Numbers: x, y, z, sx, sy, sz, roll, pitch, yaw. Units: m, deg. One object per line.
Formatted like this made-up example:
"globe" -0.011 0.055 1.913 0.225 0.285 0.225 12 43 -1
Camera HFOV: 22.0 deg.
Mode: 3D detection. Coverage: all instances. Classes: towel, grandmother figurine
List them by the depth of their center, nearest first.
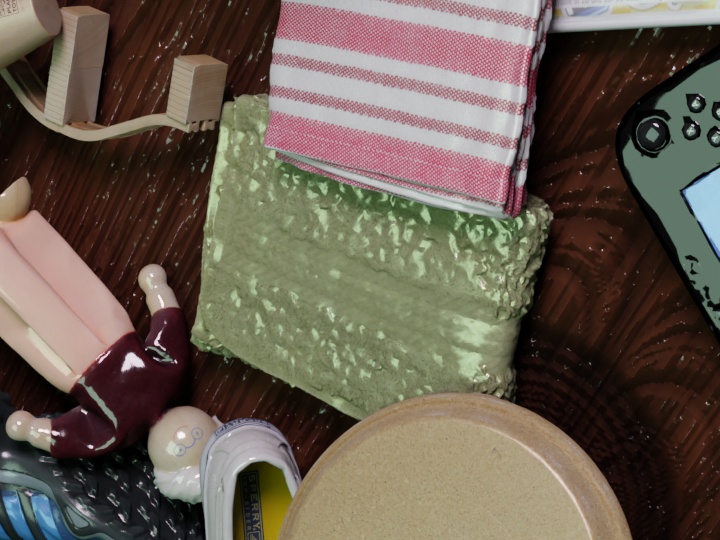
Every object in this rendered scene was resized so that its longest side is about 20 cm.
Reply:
"towel" 0.028 -0.135 0.860 0.145 0.030 0.202 16 104 32
"towel" 0.000 0.000 0.934 0.199 0.036 0.150 21 111 29
"grandmother figurine" -0.142 0.051 1.005 0.200 0.061 0.121 44 90 1

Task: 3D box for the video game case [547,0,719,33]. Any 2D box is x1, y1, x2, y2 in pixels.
"video game case" 0.129 -0.199 0.811 0.198 0.023 0.184 2 102 33

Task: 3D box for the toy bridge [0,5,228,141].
"toy bridge" -0.155 -0.109 1.004 0.199 0.027 0.068 24 113 33

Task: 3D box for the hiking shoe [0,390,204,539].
"hiking shoe" -0.181 0.126 1.046 0.199 0.075 0.087 28 125 2

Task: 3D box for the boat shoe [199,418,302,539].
"boat shoe" -0.039 0.183 0.958 0.074 0.086 0.204 -8 102 -10

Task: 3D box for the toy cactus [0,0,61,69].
"toy cactus" -0.242 -0.122 0.990 0.163 0.102 0.202 -16 59 19

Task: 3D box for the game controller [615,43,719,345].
"game controller" 0.195 -0.004 0.803 0.104 0.042 0.201 -34 83 34

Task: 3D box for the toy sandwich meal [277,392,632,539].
"toy sandwich meal" 0.049 0.161 0.876 0.203 0.070 0.208 -4 79 23
